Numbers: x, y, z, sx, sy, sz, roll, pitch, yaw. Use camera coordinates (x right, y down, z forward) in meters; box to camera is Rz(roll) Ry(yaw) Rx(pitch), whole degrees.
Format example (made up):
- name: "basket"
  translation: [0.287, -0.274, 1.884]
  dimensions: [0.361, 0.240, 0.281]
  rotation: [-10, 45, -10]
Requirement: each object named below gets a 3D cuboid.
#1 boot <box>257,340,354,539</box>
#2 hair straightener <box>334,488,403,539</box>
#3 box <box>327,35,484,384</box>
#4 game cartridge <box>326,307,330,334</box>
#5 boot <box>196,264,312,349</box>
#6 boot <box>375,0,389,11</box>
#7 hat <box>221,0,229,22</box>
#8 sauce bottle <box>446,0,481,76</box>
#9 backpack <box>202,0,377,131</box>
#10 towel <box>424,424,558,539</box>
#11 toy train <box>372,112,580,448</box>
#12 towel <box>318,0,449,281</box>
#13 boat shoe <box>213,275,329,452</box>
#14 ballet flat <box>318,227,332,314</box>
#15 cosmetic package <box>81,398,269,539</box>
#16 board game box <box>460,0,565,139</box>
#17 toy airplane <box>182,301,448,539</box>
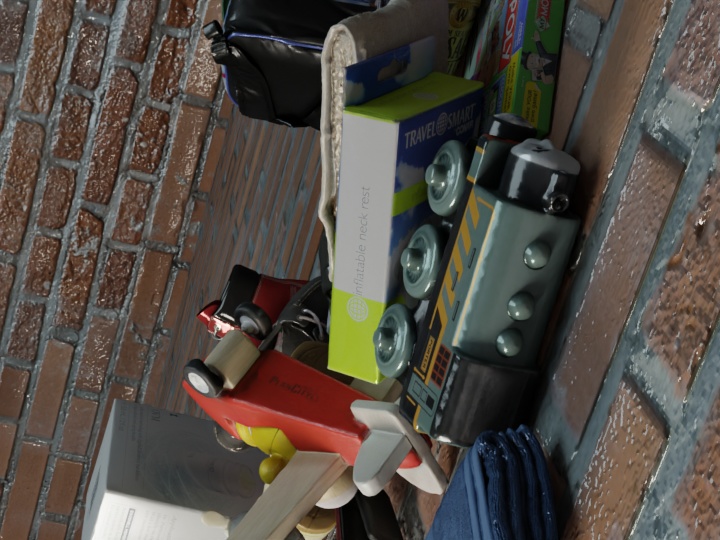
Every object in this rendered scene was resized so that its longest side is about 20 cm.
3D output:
- name: "boot"
  translation: [-0.058, 0.181, 1.238]
  dimensions: [0.156, 0.072, 0.201]
  rotation: [115, 161, -48]
- name: "hair straightener"
  translation: [0.016, 0.155, 1.033]
  dimensions: [0.077, 0.041, 0.200]
  rotation: [-49, 16, 19]
- name: "box"
  translation: [0.030, -0.041, 0.890]
  dimensions: [0.122, 0.047, 0.202]
  rotation: [-31, -49, -54]
- name: "game cartridge"
  translation: [0.014, -0.035, 1.216]
  dimensions: [0.200, 0.040, 0.134]
  rotation: [124, 160, -59]
- name: "boot"
  translation: [-0.101, 0.101, 1.341]
  dimensions: [0.072, 0.143, 0.202]
  rotation: [166, 115, -75]
- name: "boot"
  translation: [0.031, -0.185, 1.086]
  dimensions: [0.090, 0.073, 0.201]
  rotation: [-11, -49, -57]
- name: "hat"
  translation: [-0.135, -0.467, 2.402]
  dimensions: [0.200, 0.174, 0.167]
  rotation: [28, -111, -63]
- name: "sauce bottle"
  translation: [0.054, -0.194, 0.992]
  dimensions: [0.066, 0.065, 0.201]
  rotation: [-97, 21, -58]
- name: "backpack"
  translation: [-0.065, -0.234, 1.454]
  dimensions: [0.191, 0.198, 0.155]
  rotation: [113, 171, -64]
- name: "towel"
  translation: [0.057, 0.190, 0.747]
  dimensions: [0.112, 0.048, 0.201]
  rotation: [-93, 20, -52]
- name: "toy train"
  translation: [0.074, 0.010, 0.803]
  dimensions: [0.114, 0.084, 0.202]
  rotation: [42, 117, 63]
- name: "towel"
  translation: [0.018, -0.088, 0.931]
  dimensions: [0.132, 0.034, 0.202]
  rotation: [-38, -44, -51]
- name: "boat shoe"
  translation: [-0.067, 0.087, 1.286]
  dimensions: [0.201, 0.067, 0.057]
  rotation: [-55, 4, -14]
- name: "ballet flat"
  translation: [0.000, 0.000, 1.075]
  dimensions: [0.200, 0.067, 0.069]
  rotation: [82, 171, -78]
- name: "cosmetic package"
  translation: [-0.176, 0.246, 1.394]
  dimensions: [0.200, 0.198, 0.124]
  rotation: [-110, 37, -68]
- name: "board game box"
  translation: [0.106, -0.171, 0.950]
  dimensions: [0.135, 0.029, 0.202]
  rotation: [136, 145, -70]
- name: "toy airplane"
  translation: [-0.020, 0.118, 0.952]
  dimensions: [0.200, 0.198, 0.142]
  rotation: [-106, 0, -48]
